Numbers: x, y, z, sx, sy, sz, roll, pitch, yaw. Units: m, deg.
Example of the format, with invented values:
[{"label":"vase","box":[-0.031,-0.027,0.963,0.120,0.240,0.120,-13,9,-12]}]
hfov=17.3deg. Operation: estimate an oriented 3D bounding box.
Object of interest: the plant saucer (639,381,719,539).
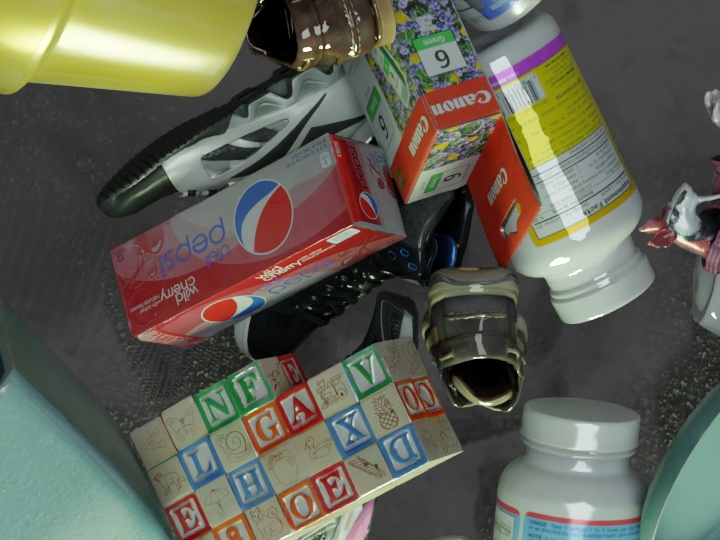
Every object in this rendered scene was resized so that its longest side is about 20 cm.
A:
[{"label":"plant saucer","box":[0.254,0.137,1.649,0.027,0.200,0.201,33,96,30]}]

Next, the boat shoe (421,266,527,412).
[{"label":"boat shoe","box":[0.075,0.059,1.592,0.074,0.200,0.074,-3,71,8]}]

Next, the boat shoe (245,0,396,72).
[{"label":"boat shoe","box":[-0.043,-0.165,1.532,0.070,0.200,0.071,-21,100,-15]}]

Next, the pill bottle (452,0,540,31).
[{"label":"pill bottle","box":[0.042,-0.258,1.555,0.200,0.114,0.114,36,94,-24]}]

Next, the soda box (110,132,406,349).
[{"label":"soda box","box":[-0.070,-0.018,1.569,0.200,0.063,0.070,-27,69,31]}]

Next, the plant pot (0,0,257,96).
[{"label":"plant pot","box":[-0.172,-0.200,1.528,0.188,0.201,0.202,15,98,-24]}]

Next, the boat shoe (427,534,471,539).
[{"label":"boat shoe","box":[0.001,0.250,1.678,0.198,0.066,0.075,-18,101,-3]}]

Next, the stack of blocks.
[{"label":"stack of blocks","box":[-0.045,0.115,1.596,0.200,0.059,0.116,-29,81,25]}]

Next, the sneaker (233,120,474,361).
[{"label":"sneaker","box":[0.000,0.000,1.601,0.073,0.112,0.200,18,109,-53]}]

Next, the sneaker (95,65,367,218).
[{"label":"sneaker","box":[-0.080,-0.071,1.610,0.199,0.074,0.089,-28,106,-5]}]

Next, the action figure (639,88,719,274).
[{"label":"action figure","box":[0.288,-0.034,1.595,0.199,0.134,0.149,-6,143,8]}]

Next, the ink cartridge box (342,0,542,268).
[{"label":"ink cartridge box","box":[0.046,-0.100,1.520,0.050,0.109,0.201,-17,71,-17]}]

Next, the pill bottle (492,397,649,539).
[{"label":"pill bottle","box":[0.146,0.195,1.664,0.108,0.109,0.201,4,99,-7]}]

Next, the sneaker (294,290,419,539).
[{"label":"sneaker","box":[-0.016,0.108,1.650,0.086,0.080,0.201,17,92,2]}]

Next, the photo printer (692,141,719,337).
[{"label":"photo printer","box":[0.324,-0.035,1.666,0.166,0.069,0.201,9,99,-7]}]

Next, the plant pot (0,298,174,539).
[{"label":"plant pot","box":[-0.227,0.172,1.582,0.200,0.196,0.196,41,93,-18]}]

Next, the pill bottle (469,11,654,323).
[{"label":"pill bottle","box":[0.127,-0.068,1.620,0.104,0.104,0.201,-27,102,-1]}]
